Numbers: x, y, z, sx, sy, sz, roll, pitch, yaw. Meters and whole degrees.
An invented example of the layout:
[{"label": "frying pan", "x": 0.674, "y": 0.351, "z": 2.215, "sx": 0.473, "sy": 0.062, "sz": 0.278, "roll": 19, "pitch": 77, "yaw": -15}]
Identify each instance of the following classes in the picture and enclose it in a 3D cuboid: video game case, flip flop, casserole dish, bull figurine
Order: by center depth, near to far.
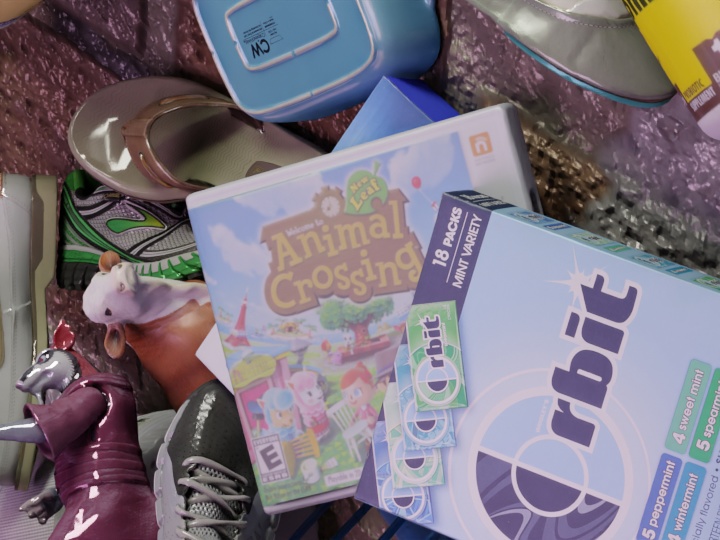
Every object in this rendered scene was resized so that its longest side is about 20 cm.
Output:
[{"label": "video game case", "x": 0.014, "y": 0.023, "z": 1.564, "sx": 0.199, "sy": 0.022, "sz": 0.183, "roll": -15, "pitch": 89, "yaw": 25}, {"label": "casserole dish", "x": -0.033, "y": -0.146, "z": 1.640, "sx": 0.200, "sy": 0.039, "sz": 0.122, "roll": -17, "pitch": 98, "yaw": 55}, {"label": "flip flop", "x": -0.096, "y": -0.071, "z": 1.718, "sx": 0.199, "sy": 0.081, "sz": 0.058, "roll": 24, "pitch": 171, "yaw": 36}, {"label": "bull figurine", "x": -0.080, "y": 0.053, "z": 1.726, "sx": 0.121, "sy": 0.065, "sz": 0.200, "roll": -12, "pitch": 131, "yaw": 18}]

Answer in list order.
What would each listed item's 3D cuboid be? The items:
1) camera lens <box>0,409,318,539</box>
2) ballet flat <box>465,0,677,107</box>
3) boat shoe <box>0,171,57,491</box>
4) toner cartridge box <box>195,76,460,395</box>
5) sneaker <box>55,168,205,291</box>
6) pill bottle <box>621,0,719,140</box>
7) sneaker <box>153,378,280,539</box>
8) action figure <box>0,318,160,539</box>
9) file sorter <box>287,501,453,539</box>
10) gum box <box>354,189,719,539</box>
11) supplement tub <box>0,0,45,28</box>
[{"label": "camera lens", "x": -0.140, "y": 0.176, "z": 1.870, "sx": 0.200, "sy": 0.160, "sz": 0.161, "roll": -16, "pitch": 99, "yaw": 53}, {"label": "ballet flat", "x": 0.085, "y": -0.151, "z": 1.469, "sx": 0.200, "sy": 0.067, "sz": 0.064, "roll": 35, "pitch": 129, "yaw": 32}, {"label": "boat shoe", "x": -0.230, "y": 0.038, "z": 1.844, "sx": 0.075, "sy": 0.068, "sz": 0.201, "roll": 165, "pitch": 108, "yaw": -83}, {"label": "toner cartridge box", "x": 0.000, "y": 0.000, "z": 1.611, "sx": 0.095, "sy": 0.043, "sz": 0.200, "roll": 44, "pitch": 111, "yaw": 25}, {"label": "sneaker", "x": -0.123, "y": -0.032, "z": 1.791, "sx": 0.199, "sy": 0.078, "sz": 0.086, "roll": 0, "pitch": 99, "yaw": 44}, {"label": "pill bottle", "x": 0.156, "y": -0.168, "z": 1.333, "sx": 0.201, "sy": 0.109, "sz": 0.109, "roll": 59, "pitch": 144, "yaw": 5}, {"label": "sneaker", "x": -0.076, "y": 0.150, "z": 1.598, "sx": 0.116, "sy": 0.075, "sz": 0.201, "roll": 131, "pitch": 148, "yaw": -72}, {"label": "action figure", "x": -0.148, "y": 0.122, "z": 1.689, "sx": 0.148, "sy": 0.134, "sz": 0.201, "roll": -14, "pitch": 77, "yaw": 12}, {"label": "file sorter", "x": 0.058, "y": 0.185, "z": 1.640, "sx": 0.200, "sy": 0.123, "sz": 0.139, "roll": -10, "pitch": 119, "yaw": 53}, {"label": "gum box", "x": 0.113, "y": 0.071, "z": 1.488, "sx": 0.199, "sy": 0.045, "sz": 0.171, "roll": 20, "pitch": 101, "yaw": 20}, {"label": "supplement tub", "x": -0.205, "y": -0.232, "z": 1.706, "sx": 0.200, "sy": 0.145, "sz": 0.146, "roll": -22, "pitch": 94, "yaw": 54}]
